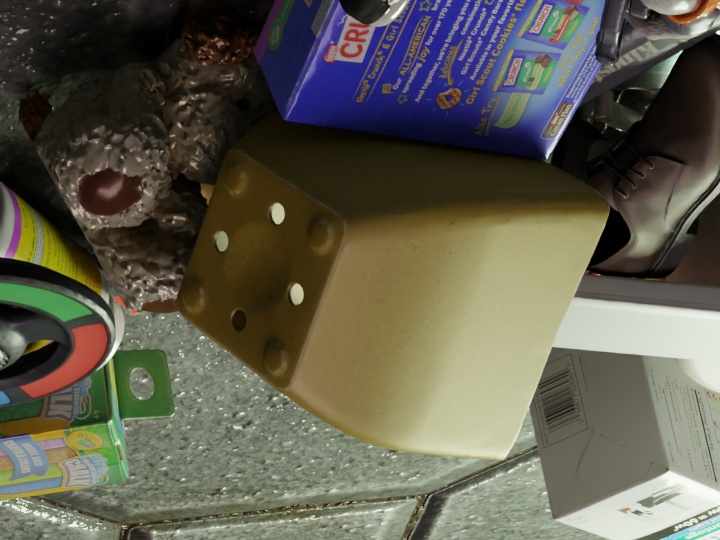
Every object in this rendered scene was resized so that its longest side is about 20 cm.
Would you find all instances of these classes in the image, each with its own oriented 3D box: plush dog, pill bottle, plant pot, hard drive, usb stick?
[{"bbox_3d":[-0.121,-0.092,1.150,0.171,0.161,0.200,-30,148,-7],"label":"plush dog"},{"bbox_3d":[-0.253,0.010,1.285,0.104,0.105,0.200,-20,149,15],"label":"pill bottle"},{"bbox_3d":[0.000,0.000,1.125,0.200,0.194,0.196,0,117,-48],"label":"plant pot"},{"bbox_3d":[0.205,0.035,1.312,0.199,0.026,0.132,6,163,-11],"label":"hard drive"},{"bbox_3d":[0.173,-0.149,1.176,0.200,0.033,0.055,-27,147,27],"label":"usb stick"}]

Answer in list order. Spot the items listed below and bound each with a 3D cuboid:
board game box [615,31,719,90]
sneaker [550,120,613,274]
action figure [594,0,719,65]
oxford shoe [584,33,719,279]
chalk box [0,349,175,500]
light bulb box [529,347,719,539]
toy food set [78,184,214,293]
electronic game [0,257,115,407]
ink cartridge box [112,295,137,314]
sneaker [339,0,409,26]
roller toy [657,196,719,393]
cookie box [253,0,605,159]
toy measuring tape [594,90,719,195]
[{"bbox_3d":[0.223,-0.173,1.212,0.199,0.028,0.135,1,148,-20],"label":"board game box"},{"bbox_3d":[0.151,-0.037,1.361,0.079,0.095,0.200,-20,151,-37],"label":"sneaker"},{"bbox_3d":[0.205,-0.209,0.986,0.193,0.104,0.200,-42,148,-42],"label":"action figure"},{"bbox_3d":[0.204,-0.072,1.213,0.084,0.073,0.200,-4,128,-29],"label":"oxford shoe"},{"bbox_3d":[-0.254,0.102,1.427,0.199,0.125,0.124,-9,151,-6],"label":"chalk box"},{"bbox_3d":[0.259,0.136,1.591,0.125,0.199,0.200,-28,146,30],"label":"light bulb box"},{"bbox_3d":[-0.100,-0.041,1.296,0.199,0.061,0.144,-13,150,3],"label":"toy food set"},{"bbox_3d":[-0.267,0.047,1.197,0.199,0.042,0.200,-7,151,-4],"label":"electronic game"},{"bbox_3d":[-0.082,0.022,1.353,0.199,0.050,0.162,-16,175,-3],"label":"ink cartridge box"},{"bbox_3d":[0.079,-0.191,0.951,0.115,0.201,0.076,40,163,-25],"label":"sneaker"},{"bbox_3d":[0.338,0.007,1.454,0.199,0.140,0.182,-22,138,22],"label":"roller toy"},{"bbox_3d":[0.059,-0.166,1.073,0.199,0.075,0.171,6,128,-31],"label":"cookie box"},{"bbox_3d":[0.249,-0.101,1.294,0.073,0.074,0.200,-30,151,30],"label":"toy measuring tape"}]
